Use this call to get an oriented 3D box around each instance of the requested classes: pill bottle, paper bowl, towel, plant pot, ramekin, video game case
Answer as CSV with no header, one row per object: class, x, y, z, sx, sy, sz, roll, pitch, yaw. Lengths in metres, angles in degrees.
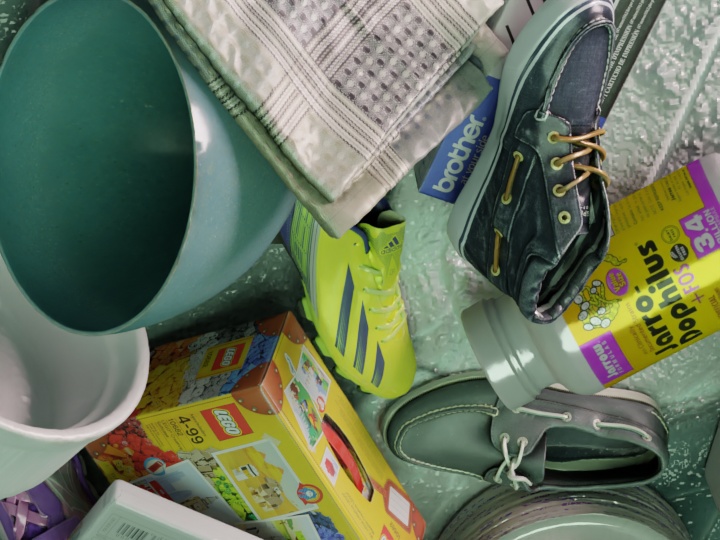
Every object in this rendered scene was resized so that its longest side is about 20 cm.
pill bottle,0.168,0.013,1.506,0.199,0.105,0.105,-28,119,10
paper bowl,0.146,0.246,1.639,0.199,0.105,0.202,-2,120,-4
towel,-0.013,-0.148,1.340,0.200,0.193,0.034,52,145,-15
plant pot,-0.113,-0.065,1.398,0.134,0.200,0.201,-3,127,-44
ramekin,-0.237,0.044,1.426,0.200,0.201,0.098,31,127,-22
video game case,-0.115,0.229,1.536,0.199,0.023,0.182,25,130,-20

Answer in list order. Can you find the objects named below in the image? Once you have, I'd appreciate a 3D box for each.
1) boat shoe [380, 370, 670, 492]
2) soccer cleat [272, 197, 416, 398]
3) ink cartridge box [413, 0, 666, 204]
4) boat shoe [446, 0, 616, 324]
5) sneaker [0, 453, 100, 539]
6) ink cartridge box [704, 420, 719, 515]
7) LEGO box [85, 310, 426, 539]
boat shoe,0.114,0.115,1.582,0.198,0.062,0.073,2,120,-8
soccer cleat,0.000,0.000,1.497,0.083,0.065,0.201,-15,119,22
ink cartridge box,0.114,-0.126,1.453,0.093,0.044,0.201,18,116,-14
boat shoe,0.124,-0.068,1.399,0.070,0.091,0.201,-9,132,-38
sneaker,-0.215,0.159,1.556,0.080,0.089,0.201,-27,118,11
ink cartridge box,0.358,0.128,1.569,0.198,0.146,0.148,6,120,-10
LEGO box,-0.070,0.138,1.539,0.148,0.077,0.201,-15,124,27
